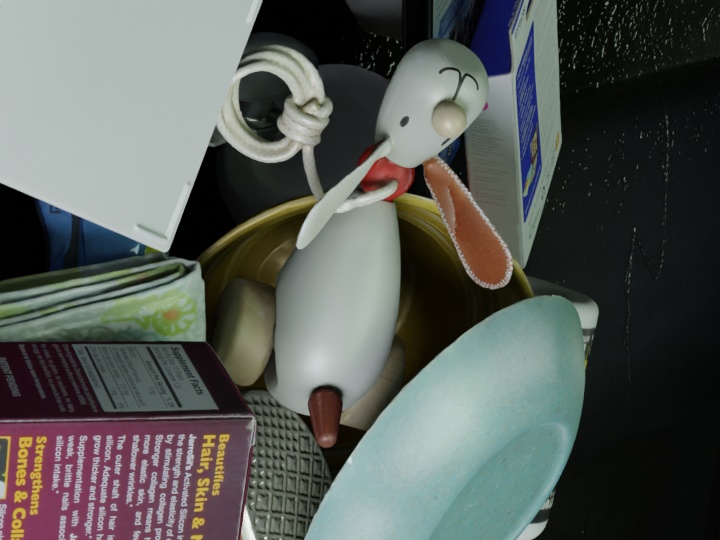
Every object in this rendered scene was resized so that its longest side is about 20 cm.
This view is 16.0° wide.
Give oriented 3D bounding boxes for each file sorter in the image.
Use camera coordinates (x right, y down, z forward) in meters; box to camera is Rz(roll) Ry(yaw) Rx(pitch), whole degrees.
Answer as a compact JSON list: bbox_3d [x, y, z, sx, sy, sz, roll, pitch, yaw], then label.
[{"bbox_3d":[-0.153,-0.110,1.070,0.200,0.124,0.139,26,83,-61],"label":"file sorter"}]

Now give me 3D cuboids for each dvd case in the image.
[{"bbox_3d":[0.045,-0.151,1.299,0.143,0.017,0.201,-61,156,-55],"label":"dvd case"}]

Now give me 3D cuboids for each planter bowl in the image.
[{"bbox_3d":[-0.016,0.027,1.288,0.084,0.199,0.201,-111,-165,-56],"label":"planter bowl"}]

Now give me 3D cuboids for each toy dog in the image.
[{"bbox_3d":[0.000,0.000,1.167,0.096,0.131,0.201,-111,-159,-56],"label":"toy dog"}]

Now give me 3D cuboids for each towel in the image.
[{"bbox_3d":[-0.151,0.093,1.186,0.171,0.048,0.201,-10,119,-23],"label":"towel"}]

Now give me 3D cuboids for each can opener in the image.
[{"bbox_3d":[-0.098,-0.082,1.261,0.200,0.053,0.067,-20,133,-54],"label":"can opener"}]

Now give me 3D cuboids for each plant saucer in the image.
[{"bbox_3d":[0.051,0.104,1.233,0.201,0.039,0.201,-38,152,-24],"label":"plant saucer"}]

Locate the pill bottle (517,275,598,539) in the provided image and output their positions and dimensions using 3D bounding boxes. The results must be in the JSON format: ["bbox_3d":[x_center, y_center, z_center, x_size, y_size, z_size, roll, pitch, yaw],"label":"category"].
[{"bbox_3d":[0.073,0.103,1.610,0.114,0.114,0.201,-1,106,-61],"label":"pill bottle"}]

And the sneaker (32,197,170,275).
[{"bbox_3d":[-0.150,0.050,1.246,0.066,0.078,0.201,-102,-153,-67],"label":"sneaker"}]

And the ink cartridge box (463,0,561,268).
[{"bbox_3d":[0.081,-0.098,1.369,0.200,0.037,0.095,85,19,-54],"label":"ink cartridge box"}]

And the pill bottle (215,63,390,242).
[{"bbox_3d":[0.001,-0.013,1.416,0.112,0.112,0.200,-60,149,-23],"label":"pill bottle"}]

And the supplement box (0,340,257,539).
[{"bbox_3d":[-0.155,0.096,1.102,0.199,0.086,0.111,0,113,-19],"label":"supplement box"}]

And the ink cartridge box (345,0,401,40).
[{"bbox_3d":[0.032,-0.231,1.380,0.145,0.084,0.200,-62,150,-18],"label":"ink cartridge box"}]

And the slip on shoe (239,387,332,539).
[{"bbox_3d":[-0.045,0.146,1.268,0.074,0.061,0.201,-47,133,-43],"label":"slip on shoe"}]
